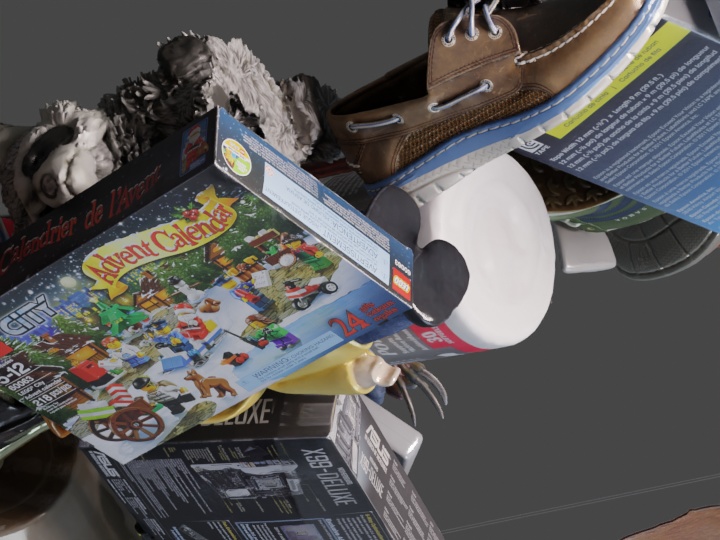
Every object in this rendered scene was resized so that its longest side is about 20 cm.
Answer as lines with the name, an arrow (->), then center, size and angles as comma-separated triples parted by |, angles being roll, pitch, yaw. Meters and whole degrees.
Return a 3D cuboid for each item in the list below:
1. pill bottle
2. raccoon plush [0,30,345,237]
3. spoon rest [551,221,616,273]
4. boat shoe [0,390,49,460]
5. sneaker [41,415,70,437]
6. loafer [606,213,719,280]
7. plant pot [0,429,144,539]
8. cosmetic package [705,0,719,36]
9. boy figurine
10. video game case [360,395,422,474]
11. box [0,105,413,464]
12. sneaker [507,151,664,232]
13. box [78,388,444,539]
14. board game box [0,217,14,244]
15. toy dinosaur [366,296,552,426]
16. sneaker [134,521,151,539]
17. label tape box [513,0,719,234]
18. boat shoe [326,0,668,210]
pill bottle -> 0.000, 0.000, 1.387 | 0.199, 0.111, 0.110 | -11, 169, 39
raccoon plush -> -0.095, -0.045, 1.259 | 0.134, 0.097, 0.200 | -18, 163, 23
spoon rest -> 0.088, -0.006, 1.594 | 0.099, 0.061, 0.200 | -4, 169, -32
boat shoe -> -0.214, 0.069, 1.495 | 0.199, 0.073, 0.065 | -22, 145, 4
sneaker -> -0.120, 0.038, 1.312 | 0.073, 0.085, 0.200 | -21, 175, -33
loafer -> 0.228, -0.056, 1.553 | 0.063, 0.072, 0.200 | -14, 159, -35
plant pot -> -0.229, 0.165, 1.592 | 0.199, 0.201, 0.174 | -15, 143, -10
cosmetic package -> 0.304, -0.137, 1.246 | 0.199, 0.168, 0.166 | -2, 154, -41
boy figurine -> -0.039, 0.021, 1.307 | 0.200, 0.124, 0.065 | -27, -159, 40
video game case -> -0.052, 0.091, 1.562 | 0.023, 0.182, 0.200 | -53, 172, -22
box -> -0.093, 0.013, 1.200 | 0.200, 0.038, 0.136 | -30, 132, 32
sneaker -> 0.129, -0.049, 1.471 | 0.199, 0.067, 0.090 | -13, 156, -23
box -> -0.052, 0.134, 1.455 | 0.157, 0.050, 0.200 | -5, 141, 22
board game box -> -0.193, -0.003, 1.357 | 0.158, 0.039, 0.200 | -5, 162, -47
toy dinosaur -> 0.010, 0.036, 1.528 | 0.199, 0.105, 0.182 | 12, 140, 19
sneaker -> -0.108, 0.154, 1.612 | 0.084, 0.075, 0.200 | 3, 150, -4
label tape box -> 0.164, -0.104, 1.342 | 0.199, 0.066, 0.143 | 21, 143, -25
boat shoe -> 0.063, -0.101, 1.234 | 0.200, 0.072, 0.072 | -35, -160, 28
